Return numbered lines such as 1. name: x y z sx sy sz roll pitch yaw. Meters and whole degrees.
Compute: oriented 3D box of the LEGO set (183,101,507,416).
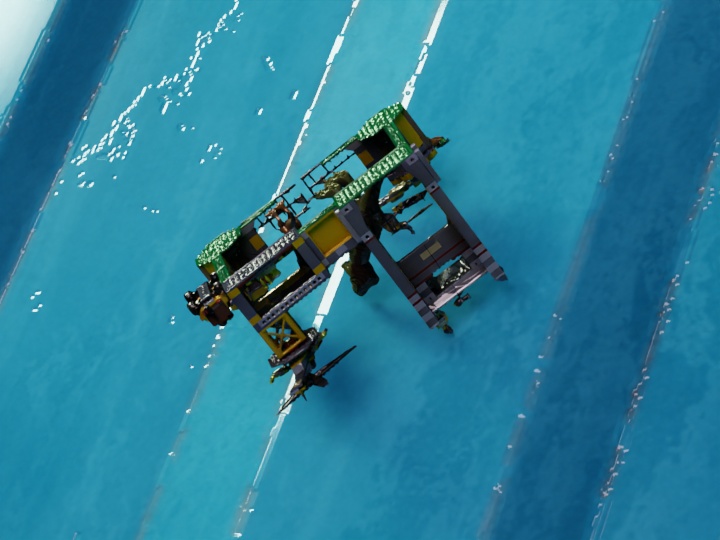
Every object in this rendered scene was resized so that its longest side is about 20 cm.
1. LEGO set: 0.000 0.000 1.688 0.200 0.116 0.154 -40 18 -6
